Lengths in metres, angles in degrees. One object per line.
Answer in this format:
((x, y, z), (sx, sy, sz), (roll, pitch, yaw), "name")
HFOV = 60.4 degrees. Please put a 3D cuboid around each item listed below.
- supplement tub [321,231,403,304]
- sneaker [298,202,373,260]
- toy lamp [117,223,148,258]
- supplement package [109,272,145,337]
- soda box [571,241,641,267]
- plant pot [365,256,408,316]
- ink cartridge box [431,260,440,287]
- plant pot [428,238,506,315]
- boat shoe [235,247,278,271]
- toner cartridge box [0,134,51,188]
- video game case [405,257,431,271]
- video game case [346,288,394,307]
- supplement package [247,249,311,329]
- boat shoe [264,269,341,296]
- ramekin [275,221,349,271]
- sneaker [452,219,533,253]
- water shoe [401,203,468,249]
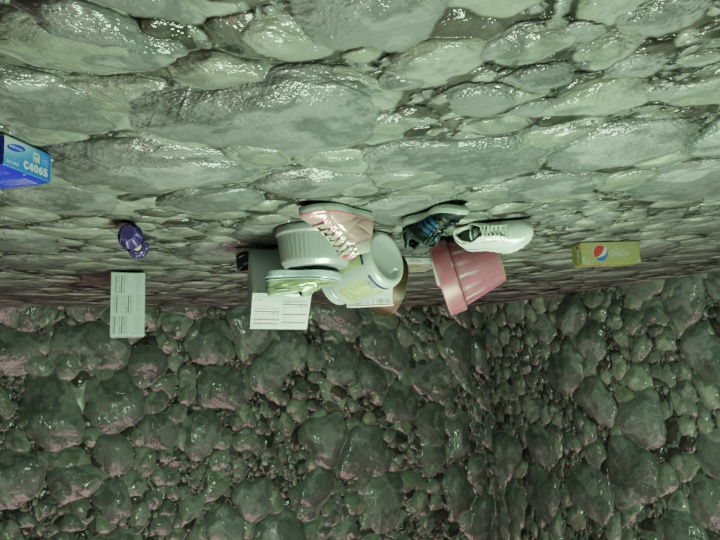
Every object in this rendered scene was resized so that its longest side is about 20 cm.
((0.000, 0.000, 1.611), (0.197, 0.150, 0.142), (-24, 160, 40), "supplement tub")
((-0.046, -0.079, 1.306), (0.074, 0.109, 0.196), (-7, 170, 44), "sneaker")
((-0.521, -0.068, 1.422), (0.056, 0.061, 0.200), (0, 174, -13), "toy lamp")
((-0.780, 0.119, 2.077), (0.107, 0.208, 0.155), (2, 172, -21), "supplement package")
((0.750, -0.049, 1.893), (0.192, 0.070, 0.064), (-2, 172, -6), "soda box")
((0.014, 0.016, 1.837), (0.195, 0.193, 0.185), (18, 164, -26), "plant pot")
((0.316, 0.003, 1.983), (0.140, 0.087, 0.200), (-16, 169, 13), "ink cartridge box")
((0.296, -0.003, 1.696), (0.174, 0.206, 0.200), (-19, 170, 8), "plant pot")
((-0.254, -0.027, 1.741), (0.194, 0.064, 0.075), (1, 154, -26), "boat shoe")
((-0.555, -0.148, 0.881), (0.193, 0.045, 0.095), (-4, 173, 12), "toner cartridge box")
((0.172, -0.019, 2.103), (0.175, 0.024, 0.200), (-1, 172, -15), "video game case")
((0.024, 0.012, 1.737), (0.137, 0.206, 0.018), (-2, -150, 1), "video game case")
((-0.217, 0.047, 1.629), (0.150, 0.114, 0.202), (2, -146, -14), "supplement package")
((-0.141, 0.033, 1.522), (0.193, 0.064, 0.072), (0, 172, -18), "boat shoe")
((-0.110, -0.053, 1.506), (0.195, 0.098, 0.203), (-3, 172, 0), "ramekin")
((0.321, -0.086, 1.504), (0.195, 0.079, 0.080), (-9, 161, 31), "sneaker")
((0.167, -0.092, 1.363), (0.070, 0.082, 0.198), (3, 171, -33), "water shoe")
